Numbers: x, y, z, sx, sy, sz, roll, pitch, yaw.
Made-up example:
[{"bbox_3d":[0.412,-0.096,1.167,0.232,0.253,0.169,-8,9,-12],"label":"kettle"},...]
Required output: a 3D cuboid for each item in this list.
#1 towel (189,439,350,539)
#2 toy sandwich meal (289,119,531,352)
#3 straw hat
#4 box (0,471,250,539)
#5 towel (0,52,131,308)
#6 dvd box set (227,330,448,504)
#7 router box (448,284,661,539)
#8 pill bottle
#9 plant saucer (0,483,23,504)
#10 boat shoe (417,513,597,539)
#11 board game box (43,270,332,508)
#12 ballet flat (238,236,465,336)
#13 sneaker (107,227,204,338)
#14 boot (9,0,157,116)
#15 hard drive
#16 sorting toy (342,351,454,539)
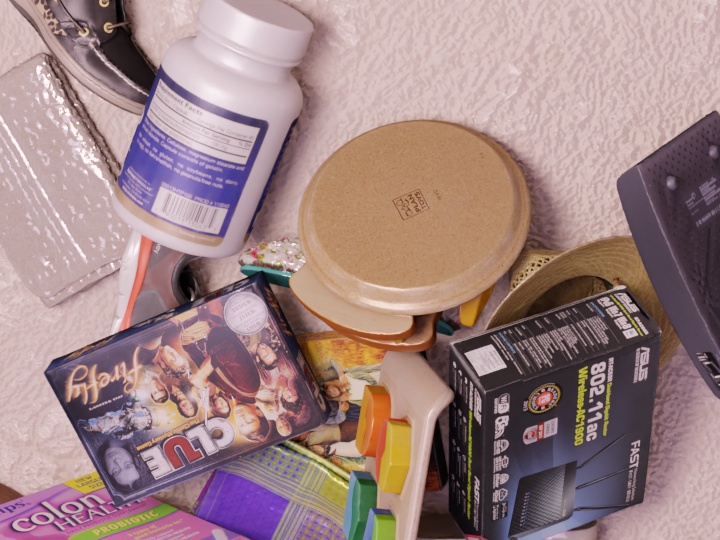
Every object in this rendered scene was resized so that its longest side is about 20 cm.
[{"bbox_3d":[-0.081,0.234,1.550,0.144,0.023,0.200,29,120,1],"label":"towel"},{"bbox_3d":[0.042,-0.028,1.408,0.205,0.205,0.070,9,150,15],"label":"toy sandwich meal"},{"bbox_3d":[0.158,0.027,1.403,0.201,0.201,0.085,-55,42,22],"label":"straw hat"},{"bbox_3d":[-0.224,0.265,1.511,0.200,0.176,0.097,16,110,37],"label":"box"},{"bbox_3d":[-0.273,-0.077,1.545,0.133,0.034,0.200,-27,96,20],"label":"towel"},{"bbox_3d":[-0.033,0.125,1.525,0.200,0.029,0.146,-6,104,18],"label":"dvd box set"},{"bbox_3d":[0.147,0.121,1.371,0.150,0.062,0.200,-18,134,-17],"label":"router box"},{"bbox_3d":[-0.115,-0.123,1.438,0.120,0.120,0.200,27,110,9],"label":"pill bottle"},{"bbox_3d":[-0.367,0.292,1.672,0.200,0.034,0.200,5,106,17],"label":"plant saucer"},{"bbox_3d":[0.101,0.239,1.494,0.200,0.072,0.060,-3,101,12],"label":"boat shoe"},{"bbox_3d":[-0.143,0.100,1.473,0.200,0.035,0.136,-23,104,13],"label":"board game box"},{"bbox_3d":[0.000,0.000,1.472,0.200,0.076,0.064,16,77,8],"label":"ballet flat"},{"bbox_3d":[-0.172,0.046,1.518,0.082,0.077,0.200,11,126,-6],"label":"sneaker"},{"bbox_3d":[-0.201,-0.241,1.462,0.151,0.073,0.200,-44,83,22],"label":"boot"},{"bbox_3d":[0.270,-0.008,1.347,0.042,0.135,0.200,-18,101,46],"label":"hard drive"},{"bbox_3d":[0.018,0.167,1.396,0.036,0.185,0.200,12,99,-11],"label":"sorting toy"}]
